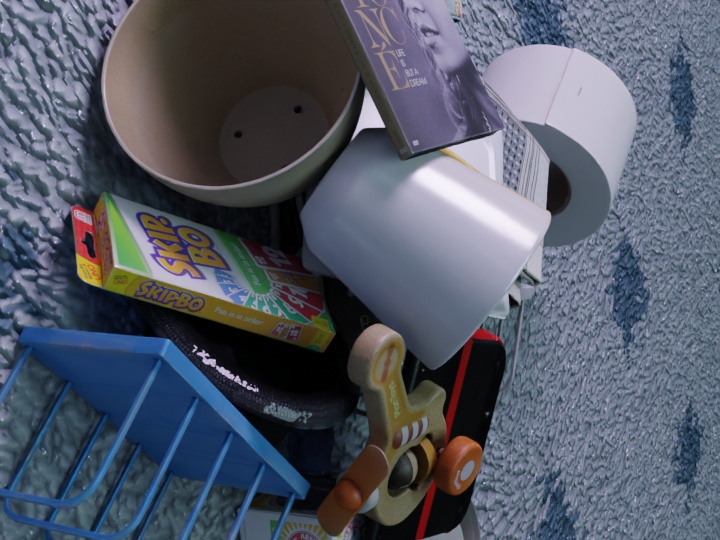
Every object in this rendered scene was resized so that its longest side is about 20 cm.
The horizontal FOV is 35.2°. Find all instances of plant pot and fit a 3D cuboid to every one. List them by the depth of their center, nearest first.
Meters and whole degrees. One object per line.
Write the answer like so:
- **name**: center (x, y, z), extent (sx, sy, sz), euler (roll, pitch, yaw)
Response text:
- **plant pot**: center (-0.084, -0.130, 0.894), extent (0.135, 0.199, 0.201), euler (62, 37, -68)

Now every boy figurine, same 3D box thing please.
- **boy figurine**: center (-0.037, 0.104, 0.978), extent (0.124, 0.064, 0.201), euler (117, -20, -59)

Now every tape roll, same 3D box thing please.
- **tape roll**: center (0.214, -0.146, 1.347), extent (0.203, 0.202, 0.139), euler (61, 41, -37)

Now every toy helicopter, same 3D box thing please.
- **toy helicopter**: center (0.016, 0.122, 0.853), extent (0.132, 0.079, 0.200), euler (-42, 140, -27)

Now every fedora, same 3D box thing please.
- **fedora**: center (-0.101, 0.071, 0.882), extent (0.200, 0.201, 0.092), euler (-16, 145, -57)

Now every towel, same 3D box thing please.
- **towel**: center (0.125, -0.088, 1.103), extent (0.193, 0.034, 0.201), euler (42, 49, -38)

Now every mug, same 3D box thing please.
- **mug**: center (0.039, -0.030, 0.879), extent (0.150, 0.153, 0.187), euler (-54, -178, 3)

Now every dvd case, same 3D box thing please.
- **dvd case**: center (0.030, -0.185, 0.851), extent (0.149, 0.016, 0.201), euler (-22, 86, -54)

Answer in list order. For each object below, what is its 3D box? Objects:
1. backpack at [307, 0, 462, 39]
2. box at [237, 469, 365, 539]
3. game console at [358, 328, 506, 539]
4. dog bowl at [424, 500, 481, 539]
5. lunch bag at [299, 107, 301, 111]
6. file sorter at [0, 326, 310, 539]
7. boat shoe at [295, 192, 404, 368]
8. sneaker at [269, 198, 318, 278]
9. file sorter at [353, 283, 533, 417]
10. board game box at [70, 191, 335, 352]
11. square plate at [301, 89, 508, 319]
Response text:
- **backpack**: center (-0.004, -0.266, 1.016), extent (0.200, 0.175, 0.154), euler (-4, 92, -54)
- **box**: center (-0.030, 0.294, 1.031), extent (0.112, 0.101, 0.201), euler (-18, 105, -58)
- **game console**: center (0.067, 0.151, 1.035), extent (0.177, 0.031, 0.201), euler (7, 97, -56)
- **dog bowl**: center (0.063, 0.323, 1.224), extent (0.200, 0.058, 0.201), euler (0, 90, -59)
- **lunch bag**: center (0.037, -0.126, 1.140), extent (0.200, 0.127, 0.171), euler (-32, 112, -67)
- **file sorter**: center (-0.157, 0.148, 0.799), extent (0.200, 0.138, 0.123), euler (54, 50, -43)
- **boat shoe**: center (0.000, 0.000, 0.963), extent (0.067, 0.057, 0.201), euler (8, 56, -54)
- **sneaker**: center (-0.050, 0.001, 1.050), extent (0.071, 0.073, 0.201), euler (-13, 92, -48)
- **file sorter**: center (0.065, 0.071, 1.151), extent (0.200, 0.138, 0.125), euler (-9, 109, -58)
- **board game box**: center (-0.117, 0.000, 0.849), extent (0.199, 0.030, 0.096), euler (16, 30, -28)
- **square plate**: center (0.047, -0.071, 0.981), extent (0.197, 0.028, 0.201), euler (14, 61, -24)
